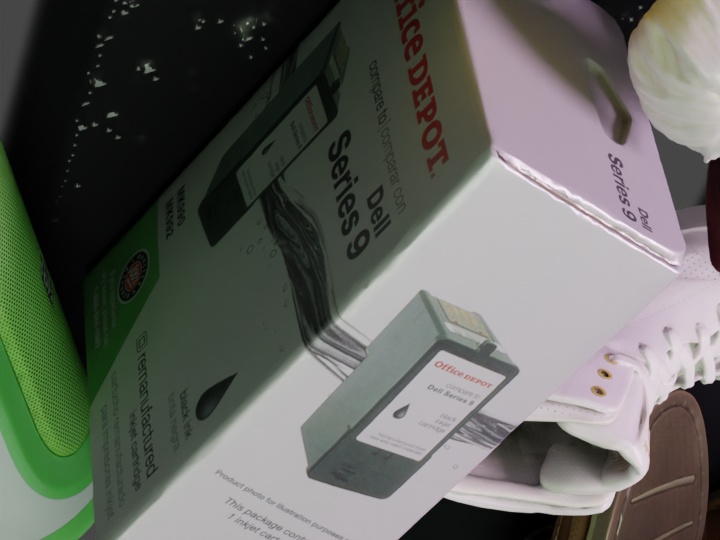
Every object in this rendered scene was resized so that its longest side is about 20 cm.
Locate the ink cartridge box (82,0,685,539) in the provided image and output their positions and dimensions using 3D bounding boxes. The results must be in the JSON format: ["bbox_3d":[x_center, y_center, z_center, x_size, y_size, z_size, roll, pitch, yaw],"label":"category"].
[{"bbox_3d":[0.000,0.000,0.868,0.084,0.146,0.200,29,119,-28],"label":"ink cartridge box"}]

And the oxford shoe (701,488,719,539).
[{"bbox_3d":[0.163,0.127,1.051,0.071,0.071,0.200,22,125,-27],"label":"oxford shoe"}]

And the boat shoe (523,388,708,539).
[{"bbox_3d":[0.084,0.129,1.036,0.072,0.068,0.201,-16,122,-44],"label":"boat shoe"}]

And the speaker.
[{"bbox_3d":[-0.144,0.010,0.891,0.088,0.089,0.200,-13,131,2],"label":"speaker"}]

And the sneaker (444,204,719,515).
[{"bbox_3d":[0.103,0.038,0.936,0.199,0.116,0.074,-6,129,-6],"label":"sneaker"}]

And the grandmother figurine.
[{"bbox_3d":[0.151,-0.042,0.867,0.200,0.060,0.122,26,89,-50],"label":"grandmother figurine"}]
